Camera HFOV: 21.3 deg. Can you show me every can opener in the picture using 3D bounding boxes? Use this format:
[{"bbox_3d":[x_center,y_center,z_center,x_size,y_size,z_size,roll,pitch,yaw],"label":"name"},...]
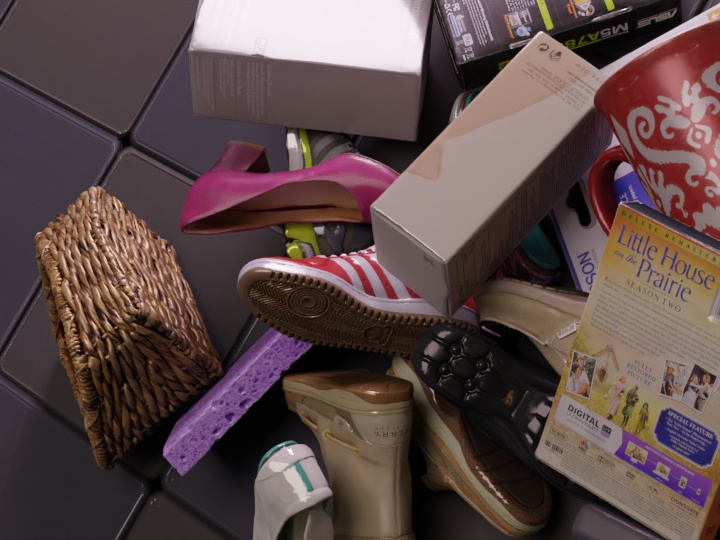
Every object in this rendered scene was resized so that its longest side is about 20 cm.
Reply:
[{"bbox_3d":[0.229,0.233,1.355,0.199,0.053,0.067,24,83,39],"label":"can opener"}]

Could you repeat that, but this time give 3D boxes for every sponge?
[{"bbox_3d":[-0.082,0.079,1.595,0.200,0.112,0.030,-44,95,9],"label":"sponge"}]

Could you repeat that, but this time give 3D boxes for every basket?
[{"bbox_3d":[-0.233,0.045,1.663,0.149,0.143,0.201,-39,42,11],"label":"basket"}]

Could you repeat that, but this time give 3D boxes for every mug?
[{"bbox_3d":[0.264,-0.055,1.386,0.132,0.178,0.202,-20,75,-16],"label":"mug"}]

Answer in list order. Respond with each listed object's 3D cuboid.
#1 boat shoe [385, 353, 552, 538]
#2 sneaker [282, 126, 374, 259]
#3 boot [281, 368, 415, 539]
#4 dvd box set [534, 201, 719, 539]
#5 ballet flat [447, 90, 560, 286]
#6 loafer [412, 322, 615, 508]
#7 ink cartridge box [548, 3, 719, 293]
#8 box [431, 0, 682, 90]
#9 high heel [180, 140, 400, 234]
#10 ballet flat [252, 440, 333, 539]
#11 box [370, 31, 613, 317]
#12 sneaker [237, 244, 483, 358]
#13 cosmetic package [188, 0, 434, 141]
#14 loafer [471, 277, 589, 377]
[{"bbox_3d":[0.078,0.144,1.493,0.077,0.071,0.200,-60,42,26],"label":"boat shoe"},{"bbox_3d":[-0.021,-0.090,1.660,0.080,0.074,0.202,-4,63,8],"label":"sneaker"},{"bbox_3d":[-0.008,0.159,1.522,0.200,0.072,0.157,-176,81,-66],"label":"boot"},{"bbox_3d":[0.211,0.072,1.326,0.146,0.029,0.202,29,111,35],"label":"dvd box set"},{"bbox_3d":[0.102,-0.055,1.564,0.071,0.069,0.201,-44,51,33],"label":"ballet flat"},{"bbox_3d":[0.127,0.106,1.443,0.200,0.070,0.068,35,92,7],"label":"loafer"},{"bbox_3d":[0.240,-0.083,1.495,0.199,0.047,0.199,-29,59,21],"label":"ink cartridge box"},{"bbox_3d":[0.147,-0.264,1.596,0.191,0.048,0.201,-17,59,0],"label":"box"},{"bbox_3d":[-0.047,-0.046,1.562,0.198,0.068,0.097,10,52,28],"label":"high heel"},{"bbox_3d":[-0.049,0.211,1.467,0.069,0.201,0.070,1,49,-1],"label":"ballet flat"},{"bbox_3d":[0.102,-0.072,1.446,0.078,0.095,0.200,37,70,21],"label":"box"},{"bbox_3d":[0.000,0.000,1.504,0.071,0.198,0.113,121,157,-46],"label":"sneaker"},{"bbox_3d":[-0.040,-0.183,1.628,0.198,0.091,0.108,4,50,4],"label":"cosmetic package"},{"bbox_3d":[0.158,0.049,1.426,0.199,0.075,0.069,12,92,46],"label":"loafer"}]
